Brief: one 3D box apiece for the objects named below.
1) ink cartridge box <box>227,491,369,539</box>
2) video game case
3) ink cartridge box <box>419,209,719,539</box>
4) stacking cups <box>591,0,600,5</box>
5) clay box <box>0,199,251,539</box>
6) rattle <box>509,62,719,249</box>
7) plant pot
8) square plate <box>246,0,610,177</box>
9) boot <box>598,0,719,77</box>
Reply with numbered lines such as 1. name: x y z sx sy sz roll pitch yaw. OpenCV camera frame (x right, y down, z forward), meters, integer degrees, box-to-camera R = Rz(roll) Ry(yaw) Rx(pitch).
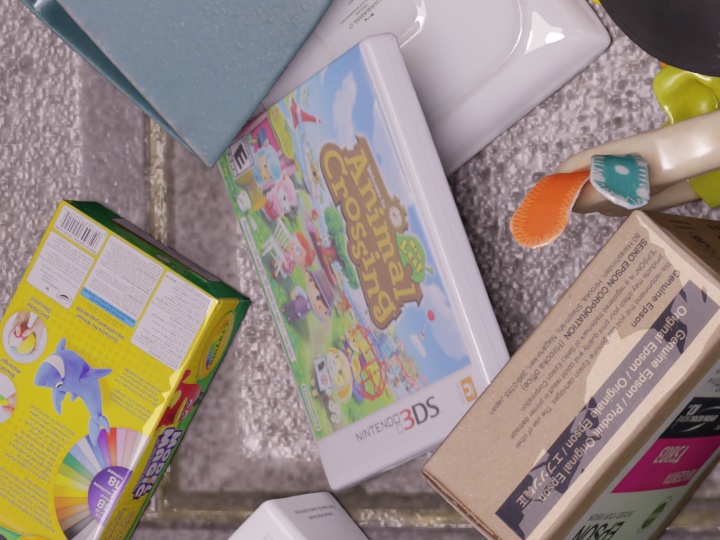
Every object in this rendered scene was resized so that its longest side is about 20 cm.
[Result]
1. ink cartridge box: -0.017 0.239 1.545 0.145 0.083 0.200 -46 73 16
2. video game case: 0.000 0.000 1.517 0.182 0.022 0.201 -30 77 57
3. ink cartridge box: 0.137 0.057 1.422 0.075 0.200 0.165 42 105 18
4. stacking cups: 0.159 -0.231 1.501 0.060 0.060 0.201 28 92 20
5. clay box: -0.157 0.075 1.625 0.115 0.048 0.201 32 102 20
6. rattle: 0.138 -0.092 1.422 0.130 0.199 0.144 1 97 51
7. plant pot: -0.104 -0.215 1.518 0.200 0.196 0.196 -45 49 -4
8. square plate: 0.003 -0.139 1.574 0.200 0.028 0.199 -39 76 17
9. boot: 0.222 -0.157 1.426 0.200 0.174 0.069 34 143 16
